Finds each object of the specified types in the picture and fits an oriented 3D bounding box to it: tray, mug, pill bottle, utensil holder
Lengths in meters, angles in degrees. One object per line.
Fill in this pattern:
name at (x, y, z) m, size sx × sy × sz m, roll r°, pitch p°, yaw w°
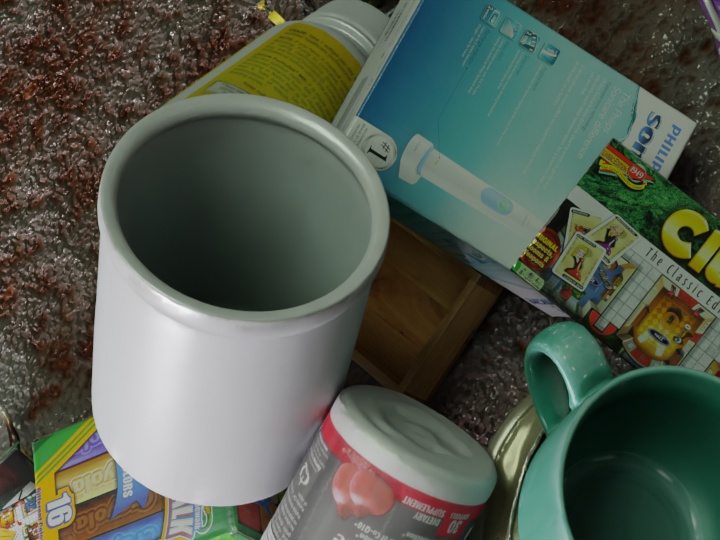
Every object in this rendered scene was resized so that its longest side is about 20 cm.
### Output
tray at (0.000, 0.000, 1.443) m, size 0.200 × 0.037 × 0.099 m, roll 38°, pitch 97°, yaw 39°
mug at (0.168, 0.130, 1.212) m, size 0.151 × 0.114 × 0.187 m, roll 4°, pitch 69°, yaw -12°
pill bottle at (-0.054, -0.099, 1.400) m, size 0.114 × 0.115 × 0.200 m, roll 15°, pitch 41°, yaw 35°
utensil holder at (-0.081, 0.024, 1.248) m, size 0.168 × 0.201 × 0.171 m, roll 6°, pitch 50°, yaw -8°
pill bottle at (-0.008, 0.181, 1.263) m, size 0.111 × 0.110 × 0.201 m, roll 40°, pitch 109°, yaw 38°

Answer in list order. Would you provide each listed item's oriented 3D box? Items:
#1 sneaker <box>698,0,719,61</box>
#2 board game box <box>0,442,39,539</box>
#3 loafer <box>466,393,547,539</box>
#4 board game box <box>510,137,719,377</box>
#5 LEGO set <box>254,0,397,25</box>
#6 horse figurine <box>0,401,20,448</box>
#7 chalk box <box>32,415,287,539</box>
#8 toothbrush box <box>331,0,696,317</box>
sneaker at (0.249, -0.120, 1.303) m, size 0.072 × 0.114 × 0.202 m, roll -18°, pitch 61°, yaw 21°
board game box at (-0.281, 0.225, 1.474) m, size 0.200 × 0.105 × 0.023 m, roll -41°, pitch 10°, yaw 7°
loafer at (0.104, 0.173, 1.283) m, size 0.068 × 0.076 × 0.202 m, roll 15°, pitch 84°, yaw 33°
board game box at (0.200, 0.021, 1.264) m, size 0.200 × 0.023 × 0.105 m, roll 38°, pitch 89°, yaw 7°
LEGO set at (-0.021, -0.245, 1.523) m, size 0.153 × 0.116 × 0.201 m, roll -27°, pitch 56°, yaw 18°
horse figurine at (-0.292, 0.186, 1.523) m, size 0.200 × 0.050 × 0.133 m, roll -42°, pitch 70°, yaw -2°
chalk box at (-0.102, 0.153, 1.383) m, size 0.199 × 0.125 × 0.125 m, roll -22°, pitch 58°, yaw 23°
toothbrush box at (0.091, -0.080, 1.327) m, size 0.147 × 0.199 × 0.085 m, roll -61°, pitch 10°, yaw -6°
